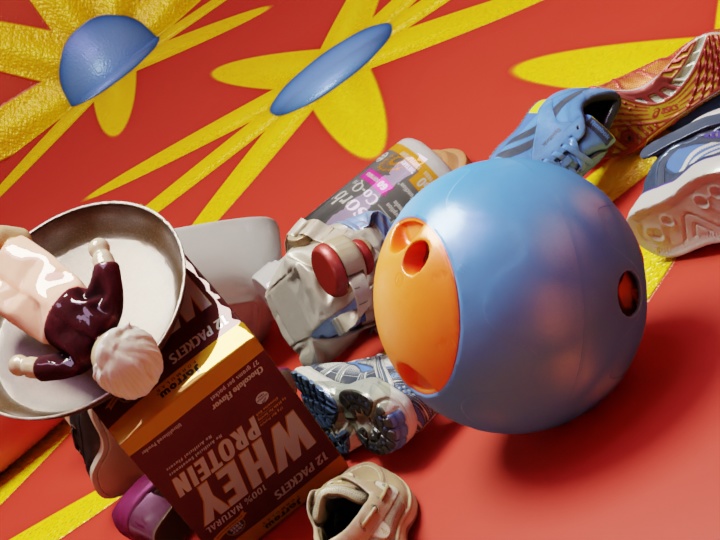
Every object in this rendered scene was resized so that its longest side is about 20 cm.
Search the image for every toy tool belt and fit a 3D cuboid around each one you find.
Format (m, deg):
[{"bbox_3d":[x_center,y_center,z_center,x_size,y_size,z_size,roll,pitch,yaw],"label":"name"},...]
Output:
[{"bbox_3d":[0.000,0.000,1.789,0.123,0.125,0.200,-25,-10,-22],"label":"toy tool belt"}]

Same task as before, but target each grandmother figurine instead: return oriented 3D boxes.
[{"bbox_3d":[-0.217,0.033,1.588,0.200,0.061,0.121,35,105,39],"label":"grandmother figurine"}]

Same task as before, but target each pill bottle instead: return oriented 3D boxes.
[{"bbox_3d":[0.005,-0.020,1.952,0.200,0.116,0.116,-40,19,-9],"label":"pill bottle"}]

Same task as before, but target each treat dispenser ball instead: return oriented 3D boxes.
[{"bbox_3d":[0.109,0.018,1.538,0.201,0.201,0.201,-32,19,12],"label":"treat dispenser ball"}]

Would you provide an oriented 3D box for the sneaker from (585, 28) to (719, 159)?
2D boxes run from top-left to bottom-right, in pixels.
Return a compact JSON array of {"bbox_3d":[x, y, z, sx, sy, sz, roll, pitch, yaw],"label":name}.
[{"bbox_3d":[0.267,-0.155,1.913,0.200,0.073,0.077,-24,0,24],"label":"sneaker"}]

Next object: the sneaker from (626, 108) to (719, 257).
[{"bbox_3d":[0.302,-0.090,1.640,0.200,0.081,0.147,-19,29,55],"label":"sneaker"}]

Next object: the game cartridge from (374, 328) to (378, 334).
[{"bbox_3d":[0.109,-0.003,1.855,0.200,0.041,0.133,-41,23,-13],"label":"game cartridge"}]

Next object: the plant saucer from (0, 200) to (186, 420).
[{"bbox_3d":[-0.218,0.036,1.641,0.200,0.032,0.200,-15,51,20],"label":"plant saucer"}]

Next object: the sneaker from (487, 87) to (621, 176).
[{"bbox_3d":[0.168,-0.098,1.825,0.078,0.066,0.200,-15,27,38],"label":"sneaker"}]

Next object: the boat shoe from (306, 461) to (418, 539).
[{"bbox_3d":[-0.004,0.179,1.558,0.072,0.065,0.200,-34,14,10],"label":"boat shoe"}]

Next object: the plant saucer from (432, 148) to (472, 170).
[{"bbox_3d":[0.025,-0.061,2.149,0.200,0.032,0.200,-32,18,12],"label":"plant saucer"}]

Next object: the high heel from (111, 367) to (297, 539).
[{"bbox_3d":[-0.141,0.155,1.859,0.200,0.067,0.096,-47,31,-18],"label":"high heel"}]

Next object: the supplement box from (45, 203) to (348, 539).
[{"bbox_3d":[-0.144,0.093,1.714,0.133,0.197,0.200,-38,47,-6],"label":"supplement box"}]

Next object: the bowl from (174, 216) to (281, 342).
[{"bbox_3d":[-0.169,0.036,2.030,0.199,0.075,0.200,-9,-26,-13],"label":"bowl"}]

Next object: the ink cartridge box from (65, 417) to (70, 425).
[{"bbox_3d":[-0.236,0.124,2.032,0.042,0.119,0.200,-44,19,-25],"label":"ink cartridge box"}]

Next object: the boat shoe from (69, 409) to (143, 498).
[{"bbox_3d":[-0.229,0.134,1.911,0.074,0.199,0.066,-29,60,-14],"label":"boat shoe"}]

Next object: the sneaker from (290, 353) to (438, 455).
[{"bbox_3d":[0.013,0.104,1.730,0.085,0.077,0.200,-28,15,-21],"label":"sneaker"}]

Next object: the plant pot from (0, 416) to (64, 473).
[{"bbox_3d":[-0.431,0.144,2.250,0.177,0.200,0.200,-49,20,-5],"label":"plant pot"}]
